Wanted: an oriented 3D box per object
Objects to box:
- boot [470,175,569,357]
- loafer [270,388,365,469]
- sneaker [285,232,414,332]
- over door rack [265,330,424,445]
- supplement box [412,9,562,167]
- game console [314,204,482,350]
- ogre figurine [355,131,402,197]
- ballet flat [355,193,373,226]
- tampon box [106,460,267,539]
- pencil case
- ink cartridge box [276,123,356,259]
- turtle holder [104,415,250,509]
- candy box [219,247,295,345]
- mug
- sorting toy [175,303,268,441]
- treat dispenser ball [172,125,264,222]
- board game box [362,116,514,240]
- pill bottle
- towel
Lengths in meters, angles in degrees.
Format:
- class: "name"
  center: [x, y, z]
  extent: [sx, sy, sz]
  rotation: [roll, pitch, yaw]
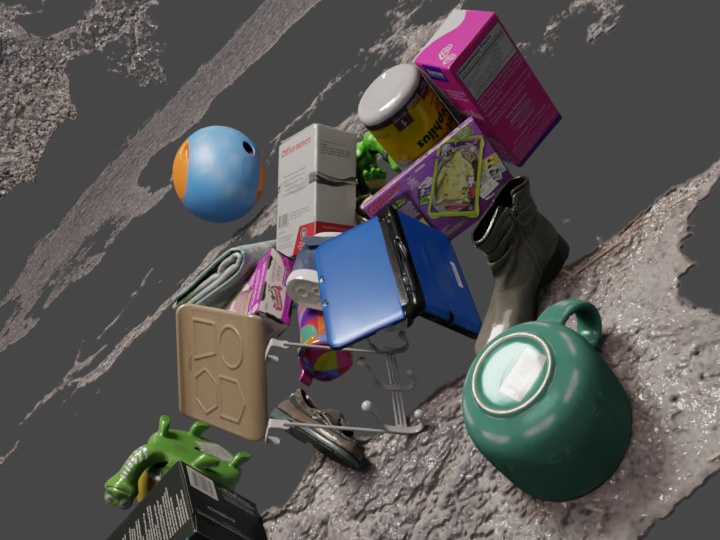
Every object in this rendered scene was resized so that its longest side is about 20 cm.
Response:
- class: "boot"
  center: [0.163, 0.000, 0.822]
  extent: [0.067, 0.130, 0.203]
  rotation: [8, 62, 52]
- class: "loafer"
  center: [-0.053, 0.200, 0.930]
  extent: [0.063, 0.072, 0.198]
  rotation: [-52, 30, -19]
- class: "sneaker"
  center: [0.000, 0.000, 1.021]
  extent: [0.195, 0.082, 0.148]
  rotation: [13, 42, 13]
- class: "over door rack"
  center: [-0.025, 0.136, 0.878]
  extent: [0.194, 0.068, 0.150]
  rotation: [-2, 39, -4]
- class: "supplement box"
  center: [0.182, -0.258, 0.999]
  extent: [0.104, 0.200, 0.101]
  rotation: [-48, 33, -3]
- class: "game console"
  center: [0.046, 0.024, 0.922]
  extent: [0.119, 0.168, 0.203]
  rotation: [-50, 32, 29]
- class: "ogre figurine"
  center: [0.001, -0.165, 1.219]
  extent: [0.202, 0.096, 0.122]
  rotation: [118, 150, -44]
- class: "ballet flat"
  center: [0.049, -0.086, 1.105]
  extent: [0.198, 0.064, 0.077]
  rotation: [7, 60, 51]
- class: "tampon box"
  center: [-0.230, 0.378, 0.876]
  extent: [0.200, 0.150, 0.126]
  rotation: [-46, 34, 3]
- class: "pencil case"
  center: [-0.059, 0.072, 1.055]
  extent: [0.087, 0.088, 0.202]
  rotation: [-33, 34, 21]
- class: "ink cartridge box"
  center: [-0.075, -0.122, 1.170]
  extent: [0.143, 0.082, 0.206]
  rotation: [-10, 78, 58]
- class: "turtle holder"
  center: [-0.249, 0.294, 0.969]
  extent: [0.134, 0.138, 0.185]
  rotation: [-64, -8, 0]
- class: "candy box"
  center: [-0.181, 0.078, 1.159]
  extent: [0.200, 0.060, 0.139]
  rotation: [-46, 27, 38]
- class: "mug"
  center: [0.175, 0.117, 0.703]
  extent: [0.150, 0.114, 0.188]
  rotation: [-28, 38, 27]
- class: "sorting toy"
  center: [-0.214, 0.153, 1.095]
  extent: [0.196, 0.036, 0.191]
  rotation: [4, 98, 39]
- class: "treat dispenser ball"
  center: [-0.304, -0.206, 1.513]
  extent: [0.198, 0.201, 0.204]
  rotation: [-29, 37, 25]
- class: "board game box"
  center: [0.113, -0.107, 1.000]
  extent: [0.198, 0.121, 0.032]
  rotation: [-36, 17, 16]
- class: "pill bottle"
  center: [0.092, -0.196, 1.041]
  extent: [0.108, 0.200, 0.111]
  rotation: [-29, 37, 25]
- class: "towel"
  center: [-0.225, 0.006, 1.255]
  extent: [0.198, 0.049, 0.170]
  rotation: [-33, -4, 28]
